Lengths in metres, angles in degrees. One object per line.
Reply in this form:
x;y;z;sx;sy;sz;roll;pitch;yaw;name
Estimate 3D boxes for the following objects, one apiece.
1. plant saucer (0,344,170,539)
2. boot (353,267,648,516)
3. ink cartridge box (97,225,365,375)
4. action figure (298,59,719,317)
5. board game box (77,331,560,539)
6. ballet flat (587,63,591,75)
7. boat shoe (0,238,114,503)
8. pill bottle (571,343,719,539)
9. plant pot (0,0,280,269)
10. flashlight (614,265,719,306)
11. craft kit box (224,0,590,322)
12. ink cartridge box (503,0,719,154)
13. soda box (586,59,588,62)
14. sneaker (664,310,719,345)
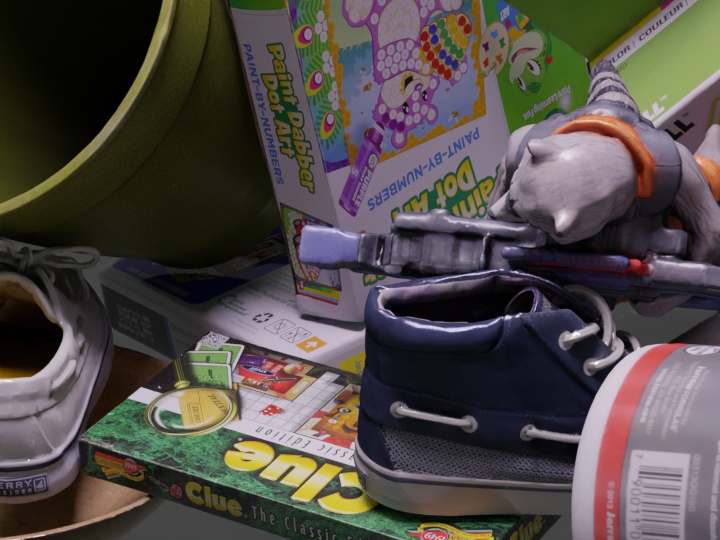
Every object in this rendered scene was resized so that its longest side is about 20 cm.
-0.165;0.088;1.255;0.200;0.036;0.200;-2;24;1;plant saucer
0.098;0.048;1.127;0.200;0.091;0.073;-2;31;-6;boot
0.000;0.000;1.392;0.200;0.047;0.198;-23;24;-26;ink cartridge box
0.079;-0.039;1.183;0.200;0.105;0.193;5;5;6;action figure
-0.011;0.080;1.190;0.200;0.024;0.105;14;36;27;board game box
0.133;-0.081;1.494;0.074;0.074;0.200;-9;22;10;ballet flat
-0.155;0.021;1.254;0.074;0.086;0.202;-1;24;1;boat shoe
0.187;0.088;0.998;0.200;0.116;0.116;2;27;31;pill bottle
-0.119;-0.089;1.325;0.200;0.201;0.193;3;-15;32;plant pot
0.153;-0.003;1.295;0.200;0.068;0.068;-20;42;-5;flashlight
0.027;-0.107;1.317;0.048;0.198;0.200;12;34;40;craft kit box
0.165;-0.117;1.303;0.148;0.200;0.076;-39;39;25;ink cartridge box
0.094;-0.144;1.491;0.063;0.068;0.200;-9;29;42;soda box
0.209;-0.009;1.228;0.200;0.099;0.071;-19;26;-10;sneaker
